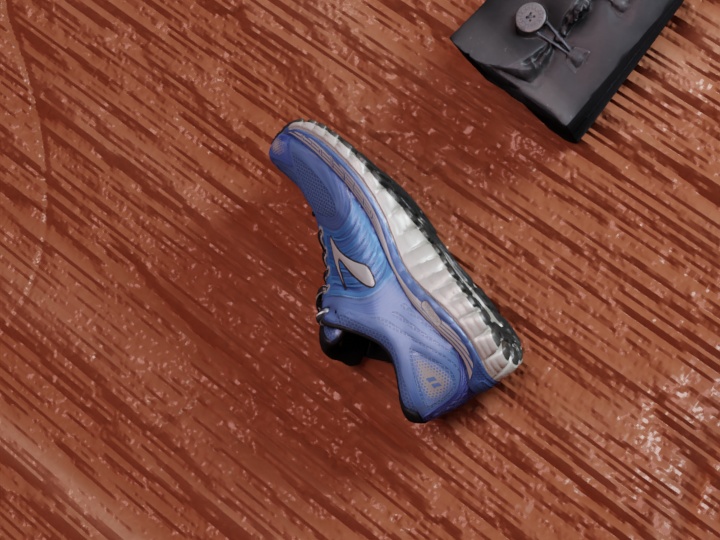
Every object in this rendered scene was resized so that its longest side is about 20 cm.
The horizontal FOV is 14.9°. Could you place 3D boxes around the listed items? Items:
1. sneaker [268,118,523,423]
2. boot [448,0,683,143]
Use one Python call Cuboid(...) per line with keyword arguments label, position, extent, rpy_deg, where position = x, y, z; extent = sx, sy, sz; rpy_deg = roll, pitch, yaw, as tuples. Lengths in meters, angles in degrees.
Cuboid(label="sneaker", position=(0.000, 0.000, 1.494), extent=(0.089, 0.079, 0.200), rpy_deg=(-40, 59, 8))
Cuboid(label="boot", position=(0.120, -0.192, 1.509), extent=(0.165, 0.066, 0.200), rpy_deg=(42, 99, 34))
